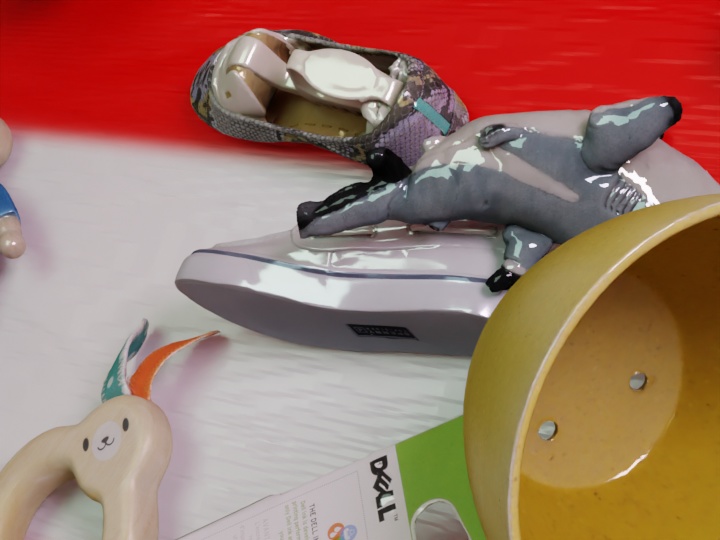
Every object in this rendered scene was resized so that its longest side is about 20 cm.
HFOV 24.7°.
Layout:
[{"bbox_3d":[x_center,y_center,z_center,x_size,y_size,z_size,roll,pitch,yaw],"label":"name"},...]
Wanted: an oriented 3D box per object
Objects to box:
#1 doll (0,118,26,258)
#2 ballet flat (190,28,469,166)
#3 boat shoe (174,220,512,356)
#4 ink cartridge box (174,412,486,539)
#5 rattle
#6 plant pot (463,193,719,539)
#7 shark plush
[{"bbox_3d":[-0.255,-0.008,1.010,0.136,0.048,0.202,-9,56,40],"label":"doll"},{"bbox_3d":[-0.032,-0.104,0.897,0.199,0.072,0.073,17,77,38],"label":"ballet flat"},{"bbox_3d":[0.000,0.000,0.831,0.198,0.074,0.066,7,66,25],"label":"boat shoe"},{"bbox_3d":[-0.010,0.173,0.728,0.199,0.076,0.149,-25,44,16],"label":"ink cartridge box"},{"bbox_3d":[-0.168,0.098,0.849,0.201,0.142,0.130,-62,32,1],"label":"rattle"},{"bbox_3d":[0.120,0.059,0.659,0.201,0.199,0.142,-56,23,-2],"label":"plant pot"},{"bbox_3d":[0.072,-0.030,0.750,0.198,0.091,0.084,-3,88,-8],"label":"shark plush"}]
